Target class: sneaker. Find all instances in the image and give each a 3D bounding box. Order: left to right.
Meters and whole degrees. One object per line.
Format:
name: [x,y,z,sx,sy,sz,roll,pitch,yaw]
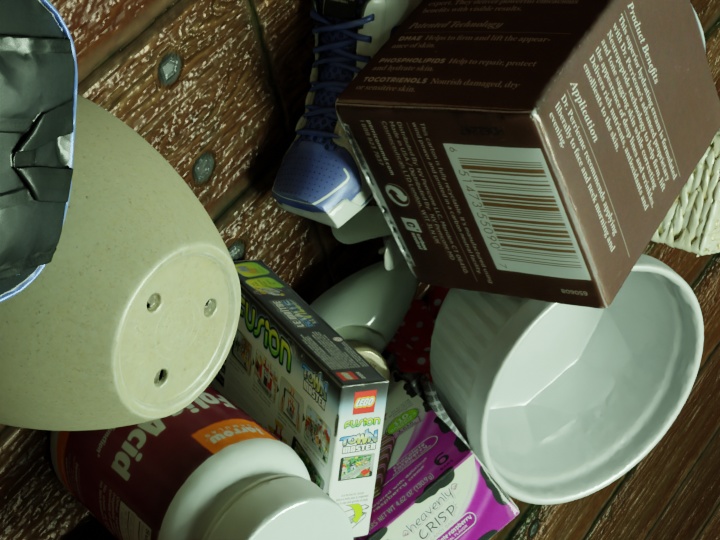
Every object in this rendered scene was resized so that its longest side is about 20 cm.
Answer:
sneaker: [-0.011,-0.140,1.045,0.201,0.080,0.116,-58,140,-22]

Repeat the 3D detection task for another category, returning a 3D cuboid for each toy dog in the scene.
toy dog: [0.000,0.000,1.119,0.096,0.131,0.202,29,74,-26]

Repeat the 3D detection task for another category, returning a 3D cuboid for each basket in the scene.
basket: [0.355,-0.099,1.555,0.199,0.122,0.137,-10,118,-54]

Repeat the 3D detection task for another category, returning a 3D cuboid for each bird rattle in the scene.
bird rattle: [0.097,0.000,1.204,0.113,0.161,0.201,59,43,-30]

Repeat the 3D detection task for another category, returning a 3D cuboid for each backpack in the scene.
backpack: [-0.237,-0.069,0.678,0.199,0.146,0.185,-8,114,-50]

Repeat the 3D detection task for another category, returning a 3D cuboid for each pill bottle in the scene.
pill bottle: [-0.101,0.138,0.934,0.113,0.199,0.116,-21,125,-33]

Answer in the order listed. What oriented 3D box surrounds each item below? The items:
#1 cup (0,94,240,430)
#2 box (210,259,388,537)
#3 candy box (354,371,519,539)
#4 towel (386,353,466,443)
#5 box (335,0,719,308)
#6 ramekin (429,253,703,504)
cup: [-0.152,0.011,0.853,0.200,0.142,0.203,-34,135,-42]
box: [-0.048,0.081,1.000,0.034,0.200,0.111,-4,115,-28]
candy box: [0.014,0.159,1.047,0.136,0.200,0.061,-40,107,-4]
towel: [0.108,0.085,1.334,0.200,0.085,0.167,-49,142,-27]
box: [0.121,-0.107,1.015,0.201,0.163,0.167,-52,131,-32]
ramekin: [0.144,0.061,1.100,0.198,0.105,0.202,-16,125,-24]
